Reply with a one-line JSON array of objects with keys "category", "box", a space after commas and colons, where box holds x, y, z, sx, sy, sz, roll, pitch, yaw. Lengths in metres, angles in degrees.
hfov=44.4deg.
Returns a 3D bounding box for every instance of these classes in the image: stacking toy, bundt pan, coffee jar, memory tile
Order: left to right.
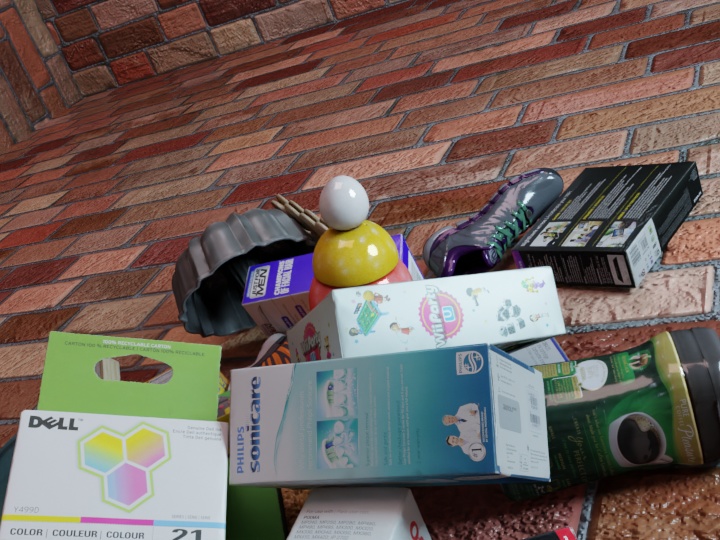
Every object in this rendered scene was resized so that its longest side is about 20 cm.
[{"category": "bundt pan", "box": [-0.149, -0.005, 1.117, 0.200, 0.203, 0.076, -27, 65, -9]}, {"category": "memory tile", "box": [-0.036, -0.030, 1.138, 0.017, 0.153, 0.200, -47, 30, -6]}, {"category": "stacking toy", "box": [0.000, 0.000, 0.875, 0.144, 0.202, 0.147, -6, 28, 3]}, {"category": "coffee jar", "box": [0.200, 0.115, 0.711, 0.197, 0.105, 0.086, -15, 26, 15]}]

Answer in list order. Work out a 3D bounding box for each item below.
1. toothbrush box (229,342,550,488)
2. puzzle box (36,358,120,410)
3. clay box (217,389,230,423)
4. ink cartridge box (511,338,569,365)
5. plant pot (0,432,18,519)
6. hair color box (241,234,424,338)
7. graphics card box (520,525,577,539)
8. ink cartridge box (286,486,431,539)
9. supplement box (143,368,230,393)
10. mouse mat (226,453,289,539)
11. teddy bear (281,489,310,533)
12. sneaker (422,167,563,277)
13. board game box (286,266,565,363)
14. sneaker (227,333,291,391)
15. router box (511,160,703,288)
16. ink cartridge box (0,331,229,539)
[{"category": "toothbrush box", "box": [0.024, 0.114, 0.643, 0.198, 0.146, 0.087, -10, 72, 24]}, {"category": "puzzle box", "box": [-0.298, 0.201, 0.914, 0.133, 0.025, 0.201, -38, 43, 19]}, {"category": "clay box", "box": [-0.104, 0.169, 0.843, 0.198, 0.116, 0.048, -21, 24, 2]}, {"category": "ink cartridge box", "box": [0.097, 0.103, 0.892, 0.198, 0.047, 0.198, -20, 24, 1]}, {"category": "plant pot", "box": [-0.211, 0.249, 0.703, 0.198, 0.201, 0.189, -19, 40, 8]}, {"category": "hair color box", "box": [-0.026, 0.031, 1.034, 0.197, 0.110, 0.065, -12, 48, 18]}, {"category": "graphics card box", "box": [0.071, 0.226, 0.491, 0.198, 0.051, 0.126, 0, 52, -39]}, {"category": "ink cartridge box", "box": [-0.008, 0.258, 0.555, 0.082, 0.147, 0.201, -8, 29, 27]}, {"category": "supplement box", "box": [-0.229, 0.164, 0.956, 0.199, 0.067, 0.069, -27, 21, 29]}, {"category": "mouse mat", "box": [-0.145, 0.214, 0.637, 0.197, 0.008, 0.163, -1, 56, -20]}, {"category": "teddy bear", "box": [-0.043, 0.217, 0.724, 0.144, 0.067, 0.200, 35, 45, 17]}, {"category": "sneaker", "box": [0.174, -0.043, 1.082, 0.199, 0.075, 0.088, -36, 35, 9]}, {"category": "board game box", "box": [0.051, 0.052, 0.758, 0.197, 0.065, 0.147, -6, -14, -21]}, {"category": "sneaker", "box": [-0.069, 0.120, 0.952, 0.111, 0.078, 0.201, -13, 27, 22]}, {"category": "router box", "box": [0.290, -0.057, 1.029, 0.148, 0.052, 0.200, 2, 35, 45]}, {"category": "ink cartridge box", "box": [-0.171, 0.122, 0.641, 0.146, 0.076, 0.202, 6, 56, -14]}]
